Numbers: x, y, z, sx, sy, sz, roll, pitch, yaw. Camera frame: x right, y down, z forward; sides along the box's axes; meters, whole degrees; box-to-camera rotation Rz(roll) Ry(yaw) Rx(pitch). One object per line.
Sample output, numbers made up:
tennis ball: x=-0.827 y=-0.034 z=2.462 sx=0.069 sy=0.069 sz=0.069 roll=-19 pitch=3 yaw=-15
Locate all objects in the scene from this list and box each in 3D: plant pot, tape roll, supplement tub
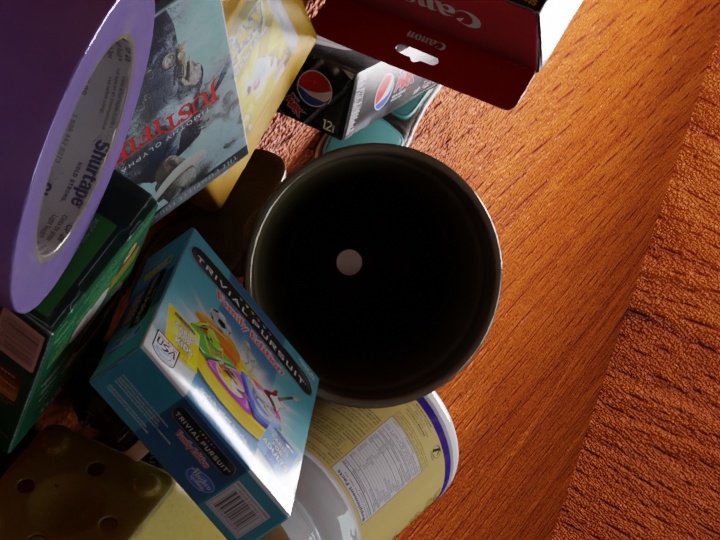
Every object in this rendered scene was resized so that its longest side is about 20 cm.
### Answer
plant pot: x=-0.199 y=0.230 z=1.301 sx=0.196 sy=0.193 sz=0.201 roll=-51 pitch=152 yaw=-38
plant pot: x=0.000 y=0.000 z=1.425 sx=0.174 sy=0.199 sz=0.201 roll=-158 pitch=-88 yaw=-82
tape roll: x=-0.191 y=-0.083 z=1.002 sx=0.200 sy=0.085 sz=0.201 roll=22 pitch=90 yaw=-87
supplement tub: x=-0.030 y=0.171 z=1.441 sx=0.200 sy=0.145 sz=0.146 roll=-36 pitch=147 yaw=-41

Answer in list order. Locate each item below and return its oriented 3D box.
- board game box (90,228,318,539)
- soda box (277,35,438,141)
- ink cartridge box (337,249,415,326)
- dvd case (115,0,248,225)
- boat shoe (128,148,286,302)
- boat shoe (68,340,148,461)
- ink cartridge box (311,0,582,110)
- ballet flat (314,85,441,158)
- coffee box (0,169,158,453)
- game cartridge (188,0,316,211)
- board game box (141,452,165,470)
board game box: x=-0.100 y=0.075 z=1.223 sx=0.047 sy=0.151 sz=0.200 roll=-34 pitch=-163 yaw=17
soda box: x=0.006 y=-0.177 z=1.552 sx=0.200 sy=0.070 sz=0.064 roll=-35 pitch=146 yaw=-58
ink cartridge box: x=-0.005 y=0.008 z=1.633 sx=0.086 sy=0.147 sz=0.200 roll=-64 pitch=161 yaw=-5
dvd case: x=-0.145 y=-0.104 z=1.220 sx=0.146 sy=0.022 sz=0.200 roll=-38 pitch=154 yaw=-20
boat shoe: x=-0.116 y=-0.012 z=1.416 sx=0.065 sy=0.072 sz=0.200 roll=91 pitch=23 yaw=-47
boat shoe: x=-0.182 y=0.084 z=1.300 sx=0.075 sy=0.066 sz=0.199 roll=-50 pitch=-165 yaw=2
ink cartridge box: x=0.076 y=-0.248 z=1.451 sx=0.176 sy=0.199 sz=0.084 roll=-59 pitch=160 yaw=-24
ballet flat: x=0.016 y=-0.129 z=1.671 sx=0.200 sy=0.069 sz=0.070 roll=-53 pitch=158 yaw=-38
coffee box: x=-0.199 y=0.031 z=1.170 sx=0.123 sy=0.044 sz=0.200 roll=-55 pitch=179 yaw=-31
game cartridge: x=-0.101 y=-0.158 z=1.335 sx=0.177 sy=0.032 sz=0.200 roll=-62 pitch=162 yaw=-14
board game box: x=-0.136 y=0.142 z=1.511 sx=0.200 sy=0.047 sz=0.152 roll=38 pitch=55 yaw=-71
